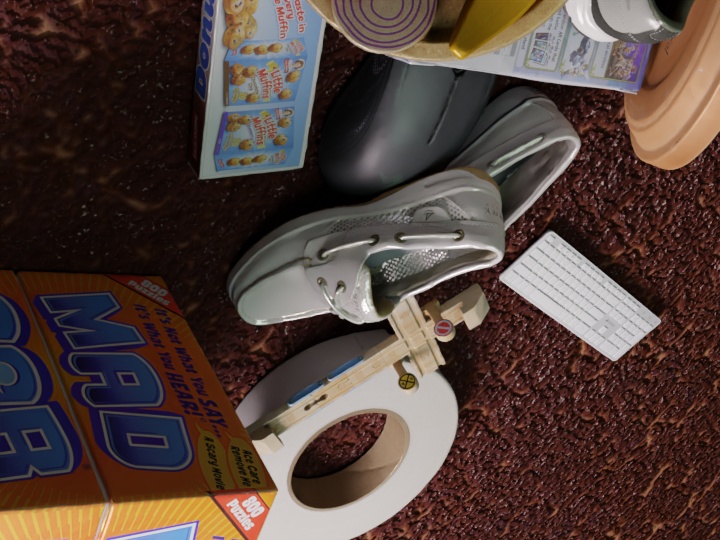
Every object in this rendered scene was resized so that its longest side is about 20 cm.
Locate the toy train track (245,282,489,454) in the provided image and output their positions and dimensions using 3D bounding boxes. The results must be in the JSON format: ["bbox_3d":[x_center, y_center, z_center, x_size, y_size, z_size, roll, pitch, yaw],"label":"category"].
[{"bbox_3d":[0.008,0.077,0.843,0.199,0.033,0.115,-31,143,-1],"label":"toy train track"}]

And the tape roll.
[{"bbox_3d":[-0.016,0.137,0.937,0.201,0.037,0.204,-17,133,-19],"label":"tape roll"}]

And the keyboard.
[{"bbox_3d":[0.186,0.025,0.989,0.056,0.011,0.199,-47,135,11],"label":"keyboard"}]

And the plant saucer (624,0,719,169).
[{"bbox_3d":[0.208,-0.162,0.729,0.032,0.201,0.202,16,121,-4],"label":"plant saucer"}]

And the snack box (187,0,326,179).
[{"bbox_3d":[-0.055,-0.145,0.682,0.071,0.024,0.202,-9,130,-27],"label":"snack box"}]

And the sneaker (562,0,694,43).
[{"bbox_3d":[0.186,-0.217,0.655,0.073,0.079,0.202,14,102,-35],"label":"sneaker"}]

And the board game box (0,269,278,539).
[{"bbox_3d":[-0.201,0.138,0.700,0.198,0.200,0.201,2,124,-34],"label":"board game box"}]

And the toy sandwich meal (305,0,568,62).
[{"bbox_3d":[0.045,-0.200,0.585,0.203,0.070,0.208,0,107,1],"label":"toy sandwich meal"}]

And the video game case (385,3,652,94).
[{"bbox_3d":[0.110,-0.212,0.685,0.180,0.045,0.202,1,110,-32],"label":"video game case"}]

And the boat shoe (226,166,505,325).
[{"bbox_3d":[0.000,0.000,0.769,0.198,0.070,0.071,-23,142,20],"label":"boat shoe"}]

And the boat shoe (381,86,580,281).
[{"bbox_3d":[0.069,-0.036,0.823,0.200,0.066,0.072,-42,137,5],"label":"boat shoe"}]

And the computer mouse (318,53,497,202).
[{"bbox_3d":[0.041,-0.119,0.745,0.137,0.053,0.201,8,121,-37],"label":"computer mouse"}]
